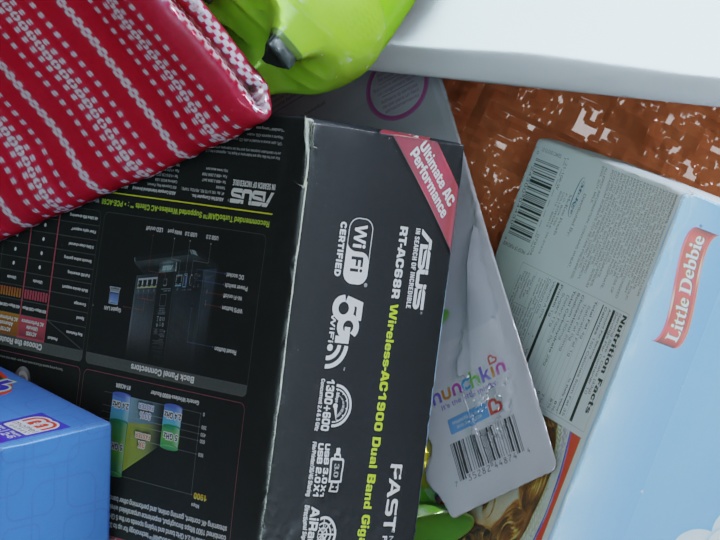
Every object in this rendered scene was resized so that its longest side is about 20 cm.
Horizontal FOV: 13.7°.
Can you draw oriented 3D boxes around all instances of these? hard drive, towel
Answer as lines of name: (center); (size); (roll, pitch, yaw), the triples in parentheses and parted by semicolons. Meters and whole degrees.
hard drive: (0.094, -0.118, 0.914); (0.199, 0.026, 0.132); (6, 99, 8)
towel: (-0.128, -0.073, 0.892); (0.145, 0.200, 0.023); (51, 53, -16)

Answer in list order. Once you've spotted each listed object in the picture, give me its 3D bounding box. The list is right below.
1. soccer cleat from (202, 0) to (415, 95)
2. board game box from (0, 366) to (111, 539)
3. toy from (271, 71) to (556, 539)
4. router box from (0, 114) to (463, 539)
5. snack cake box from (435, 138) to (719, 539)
soccer cleat: (-0.061, -0.136, 0.857); (0.200, 0.067, 0.081); (46, 62, -9)
board game box: (-0.140, 0.123, 0.947); (0.152, 0.045, 0.201); (23, 116, 46)
toy: (0.000, 0.000, 0.968); (0.115, 0.047, 0.201); (-28, 59, 27)
router box: (-0.059, 0.025, 0.933); (0.200, 0.062, 0.150); (9, 91, 51)
snack cake box: (0.070, 0.068, 0.944); (0.067, 0.115, 0.201); (19, 94, -23)
